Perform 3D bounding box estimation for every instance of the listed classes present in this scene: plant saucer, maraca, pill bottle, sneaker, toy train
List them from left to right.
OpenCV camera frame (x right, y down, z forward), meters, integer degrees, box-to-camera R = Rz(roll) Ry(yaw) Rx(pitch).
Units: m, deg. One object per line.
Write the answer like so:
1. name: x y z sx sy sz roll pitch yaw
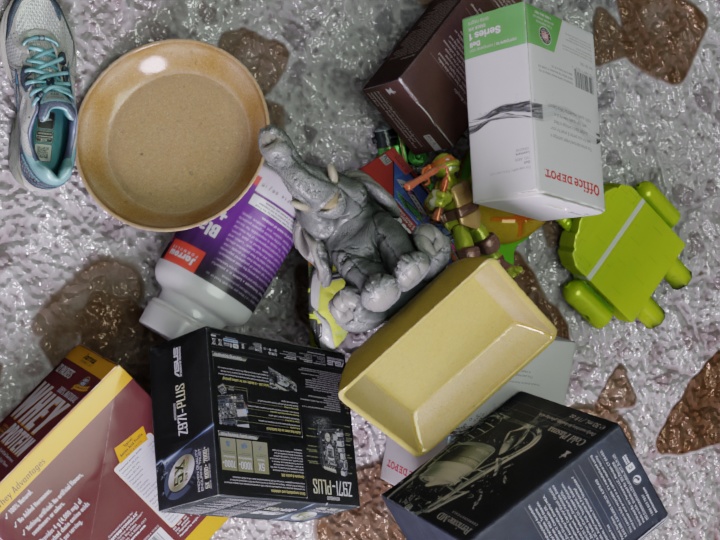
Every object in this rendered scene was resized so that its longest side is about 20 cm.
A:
1. sneaker: -0.300 -0.175 1.460 0.077 0.086 0.200 -8 99 -26
2. plant saucer: -0.185 -0.131 1.505 0.200 0.035 0.201 -2 76 8
3. pill bottle: -0.141 -0.013 1.543 0.111 0.111 0.200 34 80 -25
4. sneaker: 0.000 0.000 1.586 0.075 0.076 0.200 75 29 -50
5. toy train: 0.055 -0.074 1.672 0.056 0.042 0.200 -12 98 -6
6. plant saucer: 0.082 0.079 1.507 0.200 0.048 0.200 -42 143 4
7. maraca: 0.158 -0.081 1.685 0.137 0.107 0.200 28 85 -33

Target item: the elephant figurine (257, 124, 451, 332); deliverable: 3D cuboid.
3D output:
1. elephant figurine: -0.012 -0.048 1.488 0.141 0.155 0.200 -29 70 -38

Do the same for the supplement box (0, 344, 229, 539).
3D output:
1. supplement box: -0.265 0.218 1.498 0.197 0.133 0.200 -46 113 -14

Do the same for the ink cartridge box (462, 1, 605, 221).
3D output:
1. ink cartridge box: 0.181 -0.159 1.566 0.146 0.084 0.200 11 74 -51

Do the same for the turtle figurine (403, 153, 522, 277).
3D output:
1. turtle figurine: 0.102 -0.054 1.561 0.200 0.064 0.162 -31 101 -59

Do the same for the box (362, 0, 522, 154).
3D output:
1. box: 0.102 -0.230 1.636 0.100 0.075 0.200 50 59 -23

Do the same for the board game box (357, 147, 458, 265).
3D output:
1. board game box: 0.067 -0.034 1.600 0.200 0.019 0.103 50 46 4

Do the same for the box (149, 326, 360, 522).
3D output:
1. box: -0.102 0.155 1.476 0.200 0.086 0.164 14 63 -48

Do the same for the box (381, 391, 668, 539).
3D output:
1. box: 0.161 0.237 1.509 0.196 0.200 0.124 -36 108 -16

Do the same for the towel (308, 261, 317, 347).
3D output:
1. towel: -0.051 0.047 1.615 0.018 0.086 0.200 0 98 6

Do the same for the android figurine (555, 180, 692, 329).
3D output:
1. android figurine: 0.311 -0.023 1.805 0.200 0.041 0.182 40 79 -25

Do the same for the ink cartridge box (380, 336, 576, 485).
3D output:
1. ink cartridge box: 0.128 0.157 1.675 0.144 0.147 0.200 9 93 -25
